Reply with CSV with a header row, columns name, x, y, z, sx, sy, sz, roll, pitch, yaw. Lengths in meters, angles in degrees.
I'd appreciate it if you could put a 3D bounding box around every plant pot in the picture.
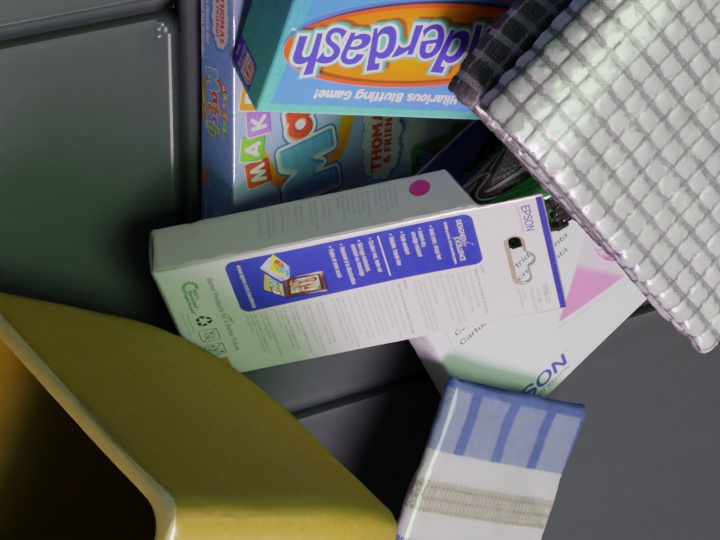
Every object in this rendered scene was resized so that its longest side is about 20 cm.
name,x,y,z,sx,sy,sz,roll,pitch,yaw
plant pot,-0.100,0.142,1.180,0.200,0.196,0.194,4,118,-44

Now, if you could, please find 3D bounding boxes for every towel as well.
name,x,y,z,sx,sy,sz,roll,pitch,yaw
towel,0.157,-0.083,1.166,0.166,0.086,0.200,-47,125,-1
towel,0.056,0.160,1.357,0.147,0.024,0.200,14,97,-54

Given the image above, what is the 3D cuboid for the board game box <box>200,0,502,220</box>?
name,x,y,z,sx,sy,sz,roll,pitch,yaw
board game box,0.008,-0.104,1.260,0.200,0.037,0.151,-16,121,-31

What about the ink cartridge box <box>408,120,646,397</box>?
name,x,y,z,sx,sy,sz,roll,pitch,yaw
ink cartridge box,0.106,-0.021,1.338,0.196,0.043,0.200,-43,145,-9

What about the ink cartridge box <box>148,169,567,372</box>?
name,x,y,z,sx,sy,sz,roll,pitch,yaw
ink cartridge box,0.000,0.000,1.223,0.200,0.037,0.095,-10,140,7

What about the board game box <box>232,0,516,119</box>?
name,x,y,z,sx,sy,sz,roll,pitch,yaw
board game box,0.038,-0.163,1.143,0.152,0.045,0.200,0,132,-26

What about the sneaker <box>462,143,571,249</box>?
name,x,y,z,sx,sy,sz,roll,pitch,yaw
sneaker,0.116,-0.088,1.259,0.200,0.085,0.078,-44,167,-2
